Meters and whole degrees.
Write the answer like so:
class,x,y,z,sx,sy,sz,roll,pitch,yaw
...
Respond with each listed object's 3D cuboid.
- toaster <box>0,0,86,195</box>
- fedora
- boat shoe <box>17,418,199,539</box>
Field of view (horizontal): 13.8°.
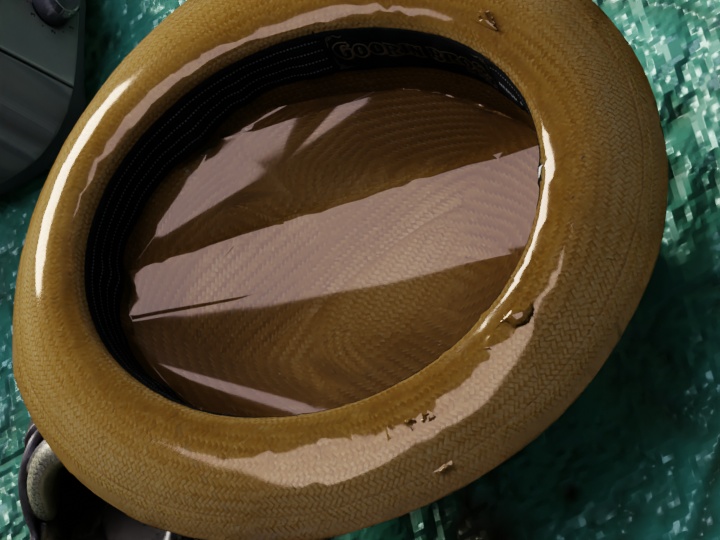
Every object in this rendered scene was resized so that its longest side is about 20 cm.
class,x,y,z,sx,sy,sz,roll,pitch,yaw
toaster,-0.198,-0.079,1.016,0.199,0.129,0.114,-17,58,32
fedora,0.000,0.000,0.847,0.199,0.082,0.202,-11,60,20
boat shoe,-0.068,0.061,0.886,0.073,0.065,0.201,-33,52,23
